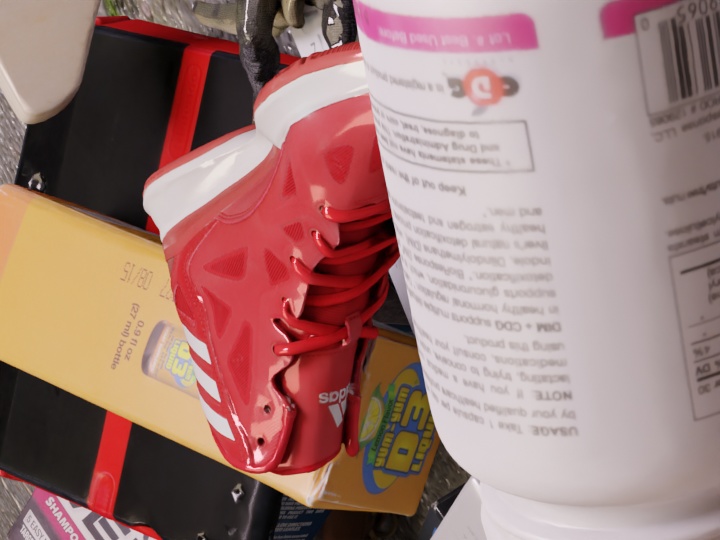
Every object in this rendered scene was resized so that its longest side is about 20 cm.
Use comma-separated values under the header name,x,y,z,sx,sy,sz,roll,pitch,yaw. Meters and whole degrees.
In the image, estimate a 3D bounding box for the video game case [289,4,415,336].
name,x,y,z,sx,sy,sz,roll,pitch,yaw
video game case,0.032,-0.055,0.909,0.182,0.023,0.200,67,160,-2

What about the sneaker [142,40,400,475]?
name,x,y,z,sx,sy,sz,roll,pitch,yaw
sneaker,0.000,0.000,0.856,0.200,0.078,0.116,-31,69,62

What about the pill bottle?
name,x,y,z,sx,sy,sz,roll,pitch,yaw
pill bottle,0.068,-0.006,0.740,0.113,0.113,0.200,27,132,58

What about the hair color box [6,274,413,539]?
name,x,y,z,sx,sy,sz,roll,pitch,yaw
hair color box,-0.059,0.070,1.105,0.100,0.060,0.200,48,116,32

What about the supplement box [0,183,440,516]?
name,x,y,z,sx,sy,sz,roll,pitch,yaw
supplement box,-0.060,0.028,0.993,0.200,0.067,0.069,22,-178,40

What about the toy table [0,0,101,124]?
name,x,y,z,sx,sy,sz,roll,pitch,yaw
toy table,-0.124,-0.163,1.036,0.184,0.117,0.200,57,161,13

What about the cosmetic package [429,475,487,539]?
name,x,y,z,sx,sy,sz,roll,pitch,yaw
cosmetic package,0.076,0.105,0.928,0.071,0.101,0.200,55,160,13

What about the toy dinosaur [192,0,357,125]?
name,x,y,z,sx,sy,sz,roll,pitch,yaw
toy dinosaur,-0.024,-0.089,0.922,0.200,0.047,0.088,131,129,-69

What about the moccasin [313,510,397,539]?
name,x,y,z,sx,sy,sz,roll,pitch,yaw
moccasin,-0.020,0.105,1.220,0.074,0.078,0.202,31,143,28

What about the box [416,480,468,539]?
name,x,y,z,sx,sy,sz,roll,pitch,yaw
box,0.077,0.184,1.116,0.160,0.043,0.200,55,160,16

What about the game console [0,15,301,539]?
name,x,y,z,sx,sy,sz,roll,pitch,yaw
game console,-0.079,0.004,1.075,0.177,0.031,0.200,16,97,38
